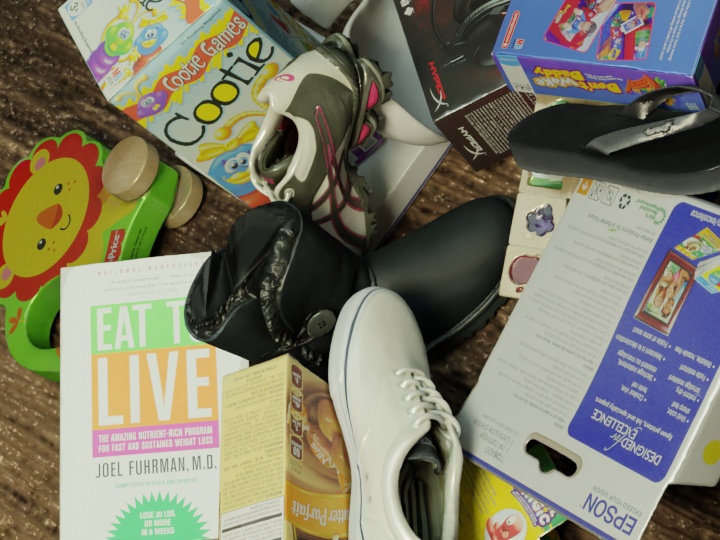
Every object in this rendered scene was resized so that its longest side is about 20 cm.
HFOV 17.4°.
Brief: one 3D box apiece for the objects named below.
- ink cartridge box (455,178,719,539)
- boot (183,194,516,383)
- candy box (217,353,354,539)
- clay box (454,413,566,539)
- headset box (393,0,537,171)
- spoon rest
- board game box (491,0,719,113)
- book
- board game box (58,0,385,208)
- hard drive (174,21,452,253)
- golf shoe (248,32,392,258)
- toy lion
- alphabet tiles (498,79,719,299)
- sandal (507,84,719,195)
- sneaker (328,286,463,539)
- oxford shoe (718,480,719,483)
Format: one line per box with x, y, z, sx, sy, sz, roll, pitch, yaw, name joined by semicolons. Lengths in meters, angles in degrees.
0.157;0.049;1.378;0.198;0.047;0.200;28;93;55;ink cartridge box
0.000;0.000;1.512;0.200;0.168;0.076;-42;49;8;boot
-0.033;0.166;1.417;0.055;0.115;0.200;-20;54;28;candy box
0.044;0.174;1.469;0.200;0.048;0.115;-37;48;12;clay box
0.131;-0.181;1.570;0.200;0.075;0.149;-26;55;15;headset box
0.009;-0.152;1.611;0.061;0.099;0.200;-48;37;14;spoon rest
0.178;-0.200;1.479;0.134;0.045;0.200;10;66;26;board game box
-0.137;0.091;1.597;0.133;0.048;0.201;-5;70;3;book
-0.091;-0.132;1.590;0.103;0.200;0.105;-40;49;11;board game box
-0.032;-0.093;1.679;0.200;0.025;0.132;34;88;41;hard drive
-0.039;-0.059;1.543;0.088;0.200;0.077;-26;46;-35;golf shoe
-0.215;-0.012;1.746;0.191;0.069;0.200;-9;62;39;toy lion
0.195;-0.050;1.461;0.200;0.008;0.168;10;85;21;alphabet tiles
0.168;-0.082;1.403;0.200;0.043;0.076;4;34;39;sandal
0.031;0.097;1.423;0.071;0.073;0.200;-31;56;44;sneaker
0.230;0.085;1.373;0.200;0.071;0.071;4;70;38;oxford shoe
